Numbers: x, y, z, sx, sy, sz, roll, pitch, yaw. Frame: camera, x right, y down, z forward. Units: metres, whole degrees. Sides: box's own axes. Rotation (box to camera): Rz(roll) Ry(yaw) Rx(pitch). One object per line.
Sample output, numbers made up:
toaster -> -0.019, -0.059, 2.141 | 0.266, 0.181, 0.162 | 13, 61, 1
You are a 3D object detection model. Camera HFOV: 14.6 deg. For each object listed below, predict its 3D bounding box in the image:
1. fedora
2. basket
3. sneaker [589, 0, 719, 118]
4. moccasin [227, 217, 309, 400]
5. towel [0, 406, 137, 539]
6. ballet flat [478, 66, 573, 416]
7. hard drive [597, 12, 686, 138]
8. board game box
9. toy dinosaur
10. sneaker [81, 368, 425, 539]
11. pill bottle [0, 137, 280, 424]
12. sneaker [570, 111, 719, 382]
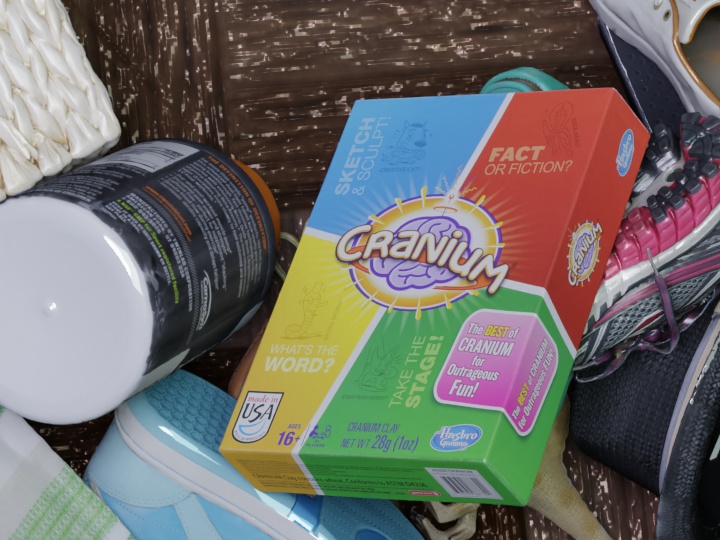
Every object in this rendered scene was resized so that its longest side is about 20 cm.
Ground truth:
fedora -> 0.167, 0.043, 1.428 | 0.091, 0.201, 0.201 | 22, 78, 23
basket -> -0.215, -0.109, 1.352 | 0.123, 0.136, 0.201 | -26, 90, -18
sneaker -> 0.169, -0.138, 1.416 | 0.073, 0.085, 0.200 | -27, 61, -10
moccasin -> -0.001, -0.001, 1.421 | 0.074, 0.078, 0.202 | 42, 71, -30
towel -> -0.141, 0.162, 1.275 | 0.200, 0.031, 0.149 | 48, 35, -7
ballet flat -> 0.088, -0.001, 1.400 | 0.070, 0.067, 0.201 | -8, 103, -56
hard drive -> 0.233, -0.116, 1.500 | 0.199, 0.042, 0.136 | -24, 89, -13
board game box -> 0.035, 0.010, 1.302 | 0.040, 0.152, 0.201 | 48, 53, -42
toy dinosaur -> 0.070, 0.095, 1.432 | 0.101, 0.058, 0.200 | -36, 93, -15
sneaker -> -0.059, 0.148, 1.375 | 0.200, 0.080, 0.131 | 37, 114, -4
pill bottle -> -0.105, -0.003, 1.321 | 0.106, 0.200, 0.107 | 5, 104, 20
sneaker -> 0.114, 0.018, 1.329 | 0.200, 0.081, 0.075 | -39, 123, 7
